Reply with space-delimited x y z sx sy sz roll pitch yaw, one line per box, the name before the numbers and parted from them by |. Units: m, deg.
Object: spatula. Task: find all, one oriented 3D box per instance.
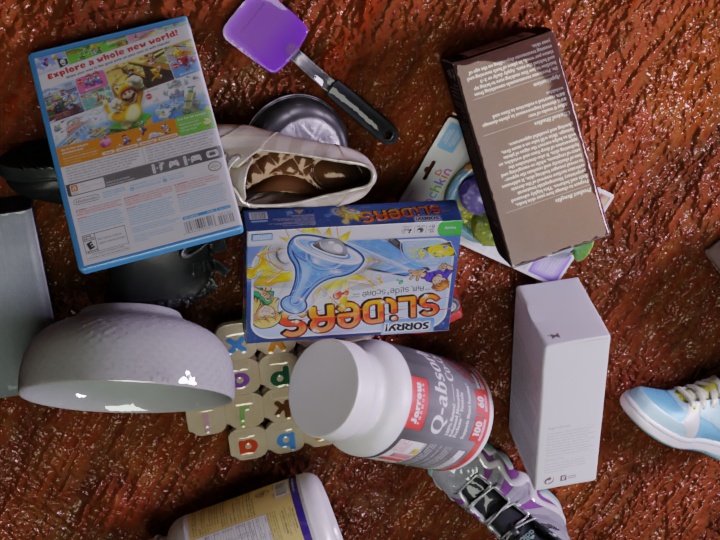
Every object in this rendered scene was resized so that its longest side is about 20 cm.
spatula | -0.036 -0.177 1.270 0.200 0.021 0.057 37 93 -30

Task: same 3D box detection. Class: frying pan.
frying pan | -0.089 -0.092 1.271 0.189 0.031 0.115 -23 113 -24

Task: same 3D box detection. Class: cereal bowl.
cereal bowl | -0.215 0.079 1.291 0.199 0.200 0.084 4 77 -15

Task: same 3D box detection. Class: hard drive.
hard drive | -0.363 0.033 1.313 0.139 0.033 0.201 -9 122 -8

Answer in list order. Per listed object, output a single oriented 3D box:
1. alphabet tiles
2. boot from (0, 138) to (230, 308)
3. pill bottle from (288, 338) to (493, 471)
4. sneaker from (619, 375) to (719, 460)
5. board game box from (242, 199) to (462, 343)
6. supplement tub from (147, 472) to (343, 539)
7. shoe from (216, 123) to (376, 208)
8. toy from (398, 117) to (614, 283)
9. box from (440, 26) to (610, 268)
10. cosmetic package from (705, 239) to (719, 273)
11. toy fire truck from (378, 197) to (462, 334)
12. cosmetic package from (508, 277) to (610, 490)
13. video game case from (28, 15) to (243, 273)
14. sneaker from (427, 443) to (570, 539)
alphabet tiles | -0.083 0.116 1.423 0.199 0.015 0.196 -10 131 -7
boot | -0.222 -0.043 1.277 0.197 0.073 0.163 -8 119 -15
pill bottle | 0.031 0.132 1.376 0.200 0.116 0.116 17 117 -46
sneaker | 0.384 0.132 1.516 0.199 0.080 0.131 18 117 -32
board game box | -0.010 0.002 1.302 0.199 0.035 0.136 -4 129 -9
supplement tub | -0.118 0.311 1.465 0.199 0.146 0.146 -20 122 -1
shoe | -0.082 -0.091 1.228 0.199 0.053 0.070 2 102 -11
toy | 0.146 -0.057 1.367 0.199 0.047 0.115 22 112 -24
box | 0.153 -0.115 1.289 0.100 0.075 0.201 -18 102 -2
cosmetic package | 0.454 0.046 1.466 0.071 0.105 0.200 -37 119 10
toy fire truck | 0.000 0.000 1.362 0.141 0.049 0.200 -26 128 12
cosmetic package | 0.203 0.119 1.441 0.071 0.102 0.201 -9 128 -8
video game case | -0.194 -0.110 1.197 0.143 0.018 0.201 -15 78 -5
sneaker | 0.165 0.271 1.507 0.200 0.140 0.078 30 110 -27
